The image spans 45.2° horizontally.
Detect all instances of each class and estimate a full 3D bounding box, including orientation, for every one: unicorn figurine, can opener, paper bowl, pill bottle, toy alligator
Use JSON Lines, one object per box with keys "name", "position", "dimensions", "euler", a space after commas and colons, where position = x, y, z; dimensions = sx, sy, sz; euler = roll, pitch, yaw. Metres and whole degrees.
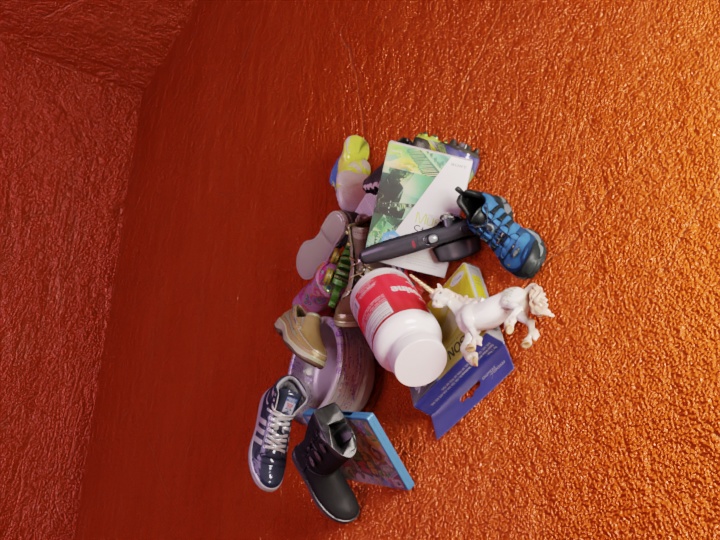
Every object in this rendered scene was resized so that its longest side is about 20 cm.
{"name": "unicorn figurine", "position": [0.176, 0.064, 1.248], "dimensions": [0.138, 0.198, 0.074], "euler": [-88, -14, -48]}
{"name": "can opener", "position": [0.093, -0.044, 1.394], "dimensions": [0.063, 0.198, 0.079], "euler": [-3, -98, -81]}
{"name": "paper bowl", "position": [-0.047, 0.193, 1.593], "dimensions": [0.200, 0.104, 0.202], "euler": [-39, 42, 47]}
{"name": "pill bottle", "position": [0.061, 0.089, 1.361], "dimensions": [0.113, 0.111, 0.200], "euler": [-61, 29, 20]}
{"name": "toy alligator", "position": [-0.020, -0.027, 1.601], "dimensions": [0.054, 0.059, 0.202], "euler": [124, 166, -70]}

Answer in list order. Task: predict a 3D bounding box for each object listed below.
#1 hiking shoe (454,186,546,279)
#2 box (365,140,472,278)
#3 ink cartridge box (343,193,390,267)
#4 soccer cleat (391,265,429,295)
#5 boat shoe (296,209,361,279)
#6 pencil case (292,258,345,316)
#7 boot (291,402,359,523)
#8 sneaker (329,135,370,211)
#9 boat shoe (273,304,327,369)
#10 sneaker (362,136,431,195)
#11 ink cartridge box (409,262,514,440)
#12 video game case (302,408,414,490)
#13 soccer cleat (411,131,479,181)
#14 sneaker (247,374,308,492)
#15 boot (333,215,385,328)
{"name": "hiking shoe", "position": [0.204, -0.054, 1.297], "dimensions": [0.075, 0.086, 0.200], "euler": [-61, 30, 21]}
{"name": "box", "position": [0.095, -0.101, 1.433], "dimensions": [0.036, 0.143, 0.202], "euler": [-58, -20, -79]}
{"name": "ink cartridge box", "position": [0.041, -0.091, 1.660], "dimensions": [0.201, 0.050, 0.161], "euler": [-55, 32, 24]}
{"name": "soccer cleat", "position": [0.088, -0.045, 1.525], "dimensions": [0.085, 0.068, 0.202], "euler": [-11, 70, 54]}
{"name": "boat shoe", "position": [-0.062, -0.050, 1.722], "dimensions": [0.073, 0.061, 0.200], "euler": [57, 135, 19]}
{"name": "pencil case", "position": [-0.073, 0.047, 1.704], "dimensions": [0.200, 0.087, 0.088], "euler": [130, 147, -62]}
{"name": "boot", "position": [-0.038, 0.323, 1.430], "dimensions": [0.165, 0.065, 0.200], "euler": [48, 145, 13]}
{"name": "sneaker", "position": [-0.024, -0.182, 1.806], "dimensions": [0.105, 0.075, 0.201], "euler": [126, 159, -50]}
{"name": "boat shoe", "position": [-0.100, 0.110, 1.566], "dimensions": [0.076, 0.071, 0.200], "euler": [-53, 31, 1]}
{"name": "sneaker", "position": [0.069, -0.186, 1.537], "dimensions": [0.199, 0.066, 0.092], "euler": [-13, 71, 60]}
{"name": "ink cartridge box", "position": [0.141, 0.126, 1.355], "dimensions": [0.198, 0.047, 0.201], "euler": [-51, 33, 34]}
{"name": "video game case", "position": [-0.007, 0.295, 1.438], "dimensions": [0.018, 0.144, 0.199], "euler": [-38, 16, -31]}
{"name": "soccer cleat", "position": [0.136, -0.192, 1.519], "dimensions": [0.200, 0.064, 0.084], "euler": [30, 101, 61]}
{"name": "sneaker", "position": [-0.144, 0.280, 1.526], "dimensions": [0.109, 0.070, 0.201], "euler": [-48, 31, 46]}
{"name": "boot", "position": [0.000, 0.000, 1.511], "dimensions": [0.200, 0.071, 0.156], "euler": [-49, -40, -59]}
